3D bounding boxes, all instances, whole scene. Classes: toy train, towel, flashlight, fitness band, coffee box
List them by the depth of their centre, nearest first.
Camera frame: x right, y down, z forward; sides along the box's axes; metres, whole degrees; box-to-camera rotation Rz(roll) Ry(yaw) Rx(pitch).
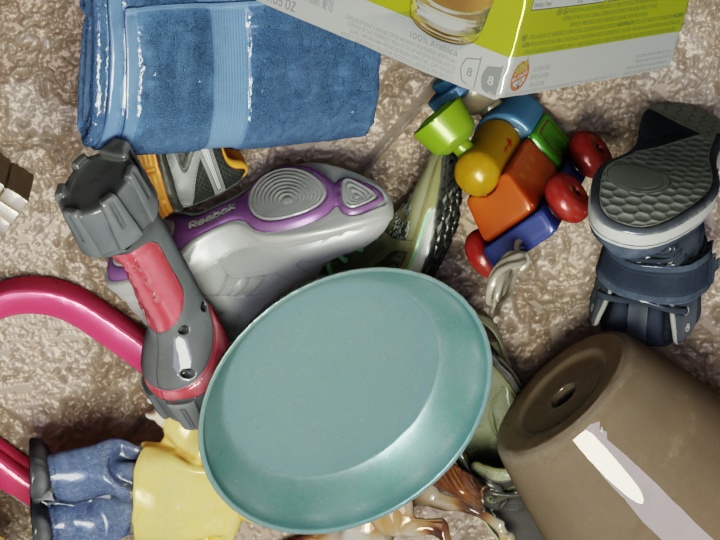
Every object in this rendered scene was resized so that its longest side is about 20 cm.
[{"bbox_3d":[0.077,-0.231,1.539,0.199,0.200,0.198,25,113,30],"label":"coffee box"},{"bbox_3d":[-0.078,-0.129,1.646,0.200,0.049,0.112,-5,105,-29],"label":"towel"},{"bbox_3d":[0.077,-0.057,1.648,0.085,0.200,0.116,-36,100,29],"label":"toy train"},{"bbox_3d":[-0.132,0.015,1.651,0.068,0.068,0.200,-25,135,1],"label":"flashlight"},{"bbox_3d":[-0.193,0.091,1.787,0.200,0.037,0.144,36,103,-14],"label":"fitness band"}]

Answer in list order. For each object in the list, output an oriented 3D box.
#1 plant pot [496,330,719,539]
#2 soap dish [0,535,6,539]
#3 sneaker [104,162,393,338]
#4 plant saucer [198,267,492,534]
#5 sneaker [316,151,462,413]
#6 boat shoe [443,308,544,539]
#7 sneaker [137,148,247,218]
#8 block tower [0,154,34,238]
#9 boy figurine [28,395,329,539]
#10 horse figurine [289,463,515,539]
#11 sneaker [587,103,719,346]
[{"bbox_3d":[0.182,0.136,1.715,0.200,0.200,0.175,-40,108,13],"label":"plant pot"},{"bbox_3d":[-0.310,0.164,1.721,0.081,0.157,0.200,-56,136,-12],"label":"soap dish"},{"bbox_3d":[-0.062,-0.007,1.729,0.200,0.075,0.100,-17,127,22],"label":"sneaker"},{"bbox_3d":[-0.014,0.076,1.693,0.199,0.036,0.200,-12,125,-18],"label":"plant saucer"},{"bbox_3d":[0.000,0.000,1.740,0.088,0.077,0.200,27,104,7],"label":"sneaker"},{"bbox_3d":[0.094,0.123,1.783,0.072,0.066,0.201,-20,109,6],"label":"boat shoe"},{"bbox_3d":[-0.124,-0.133,1.688,0.077,0.078,0.201,-14,114,-10],"label":"sneaker"},{"bbox_3d":[-0.292,0.009,1.744,0.054,0.058,0.200,34,105,-12],"label":"block tower"},{"bbox_3d":[-0.120,0.138,1.755,0.199,0.064,0.125,-5,112,-6],"label":"boy figurine"},{"bbox_3d":[0.018,0.187,1.804,0.132,0.050,0.200,39,119,8],"label":"horse figurine"},{"bbox_3d":[0.179,-0.006,1.668,0.077,0.202,0.147,16,114,14],"label":"sneaker"}]
